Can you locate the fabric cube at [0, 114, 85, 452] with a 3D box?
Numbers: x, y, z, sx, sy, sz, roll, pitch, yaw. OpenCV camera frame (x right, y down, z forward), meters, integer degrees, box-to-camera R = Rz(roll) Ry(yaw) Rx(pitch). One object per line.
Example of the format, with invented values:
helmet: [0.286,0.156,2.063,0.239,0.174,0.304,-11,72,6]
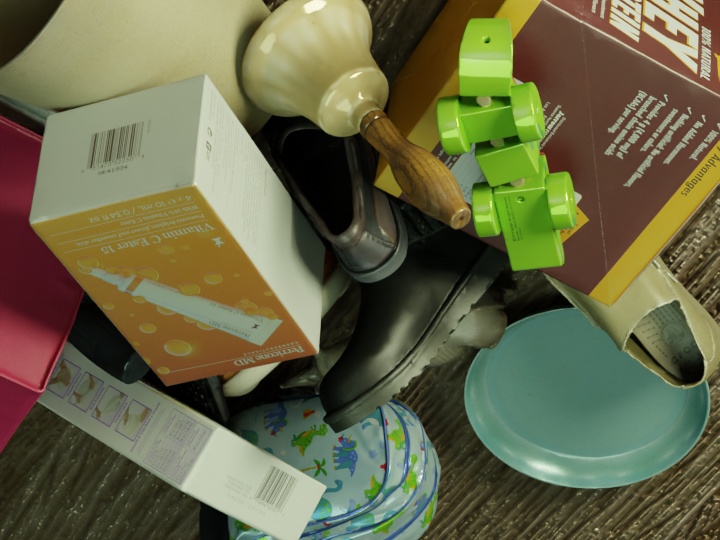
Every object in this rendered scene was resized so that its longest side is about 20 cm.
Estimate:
fabric cube: [-0.310,0.006,1.542,0.196,0.200,0.199,27,148,-9]

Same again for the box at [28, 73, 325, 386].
box: [-0.120,-0.023,1.414,0.124,0.098,0.200,-13,140,19]

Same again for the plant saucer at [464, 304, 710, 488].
plant saucer: [0.185,0.099,1.693,0.200,0.027,0.200,5,129,6]

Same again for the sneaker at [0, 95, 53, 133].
sneaker: [-0.195,-0.132,1.529,0.199,0.075,0.082,16,132,-3]

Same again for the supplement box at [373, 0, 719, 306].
supplement box: [0.148,-0.119,1.449,0.200,0.133,0.197,27,128,-13]

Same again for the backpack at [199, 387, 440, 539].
backpack: [-0.033,0.176,1.707,0.199,0.163,0.154,-2,145,3]

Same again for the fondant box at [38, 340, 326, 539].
fondant box: [-0.144,0.135,1.626,0.200,0.058,0.144,23,172,42]

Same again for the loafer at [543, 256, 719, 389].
loafer: [0.205,0.016,1.576,0.200,0.067,0.076,39,107,-13]

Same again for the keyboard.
keyboard: [-0.180,0.057,1.629,0.200,0.040,0.104,22,134,49]

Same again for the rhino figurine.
rhino figurine: [0.028,0.056,1.617,0.200,0.087,0.060,-19,85,9]

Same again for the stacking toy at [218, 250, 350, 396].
stacking toy: [-0.119,-0.014,1.599,0.200,0.146,0.146,44,124,-7]

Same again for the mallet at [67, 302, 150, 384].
mallet: [-0.148,-0.005,1.536,0.066,0.041,0.200,42,113,19]

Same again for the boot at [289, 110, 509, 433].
boot: [0.000,0.000,1.521,0.158,0.211,0.079,42,156,-4]

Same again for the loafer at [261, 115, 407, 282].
loafer: [-0.026,-0.082,1.469,0.072,0.200,0.063,-35,146,13]

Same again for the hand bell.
hand bell: [0.015,-0.093,1.372,0.104,0.200,0.104,-23,139,-22]

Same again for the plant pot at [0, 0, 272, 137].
plant pot: [-0.151,-0.170,1.441,0.200,0.188,0.187,29,129,-33]

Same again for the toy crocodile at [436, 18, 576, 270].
toy crocodile: [0.099,-0.078,1.372,0.067,0.062,0.200,-10,131,16]
